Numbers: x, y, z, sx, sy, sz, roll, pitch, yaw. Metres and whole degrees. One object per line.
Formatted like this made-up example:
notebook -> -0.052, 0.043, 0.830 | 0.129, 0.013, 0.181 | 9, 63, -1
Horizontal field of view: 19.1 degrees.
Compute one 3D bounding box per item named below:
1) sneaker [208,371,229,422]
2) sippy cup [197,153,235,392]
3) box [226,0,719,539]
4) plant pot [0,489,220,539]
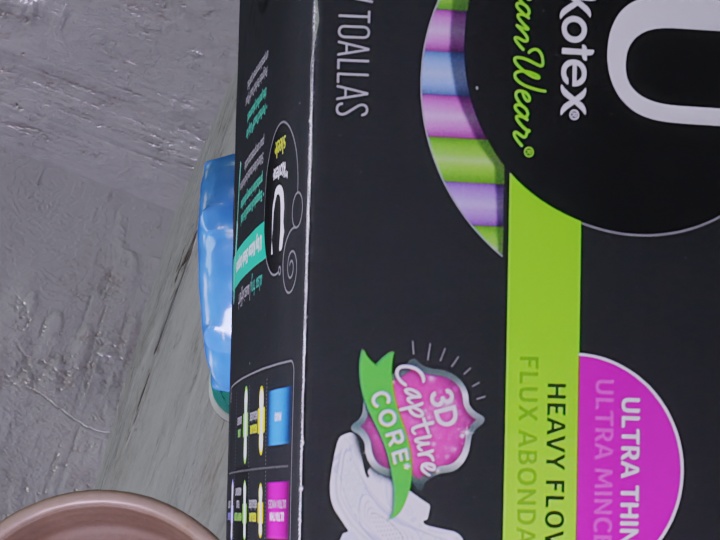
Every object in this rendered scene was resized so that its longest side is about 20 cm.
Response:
sneaker -> -0.068, 0.005, 1.573 | 0.121, 0.083, 0.201 | 120, 160, -72
sippy cup -> 0.000, 0.000, 0.880 | 0.140, 0.130, 0.179 | -91, -1, -65
box -> 0.047, 0.000, 0.503 | 0.124, 0.148, 0.201 | 149, 123, -77
plant pot -> -0.147, 0.253, 1.278 | 0.175, 0.199, 0.201 | 84, -160, -65
